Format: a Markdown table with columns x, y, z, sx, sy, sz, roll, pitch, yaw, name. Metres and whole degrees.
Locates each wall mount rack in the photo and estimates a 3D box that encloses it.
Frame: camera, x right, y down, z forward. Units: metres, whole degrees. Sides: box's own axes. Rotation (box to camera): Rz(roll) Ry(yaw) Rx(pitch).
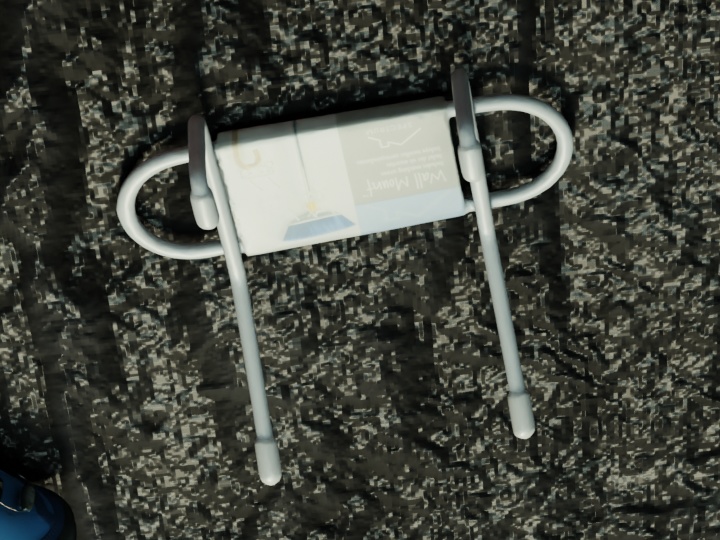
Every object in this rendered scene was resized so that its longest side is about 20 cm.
| x | y | z | sx | sy | sz | roll | pitch | yaw | name |
| --- | --- | --- | --- | --- | --- | --- | --- | --- | --- |
| 0.000 | 0.000 | 1.267 | 0.200 | 0.075 | 0.174 | -10 | 133 | 4 | wall mount rack |

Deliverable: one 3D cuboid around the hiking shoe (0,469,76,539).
| x | y | z | sx | sy | sz | roll | pitch | yaw | name |
| --- | --- | --- | --- | --- | --- | --- | --- | --- | --- |
| -0.210 | 0.087 | 1.324 | 0.200 | 0.074 | 0.087 | 22 | 128 | -24 | hiking shoe |
